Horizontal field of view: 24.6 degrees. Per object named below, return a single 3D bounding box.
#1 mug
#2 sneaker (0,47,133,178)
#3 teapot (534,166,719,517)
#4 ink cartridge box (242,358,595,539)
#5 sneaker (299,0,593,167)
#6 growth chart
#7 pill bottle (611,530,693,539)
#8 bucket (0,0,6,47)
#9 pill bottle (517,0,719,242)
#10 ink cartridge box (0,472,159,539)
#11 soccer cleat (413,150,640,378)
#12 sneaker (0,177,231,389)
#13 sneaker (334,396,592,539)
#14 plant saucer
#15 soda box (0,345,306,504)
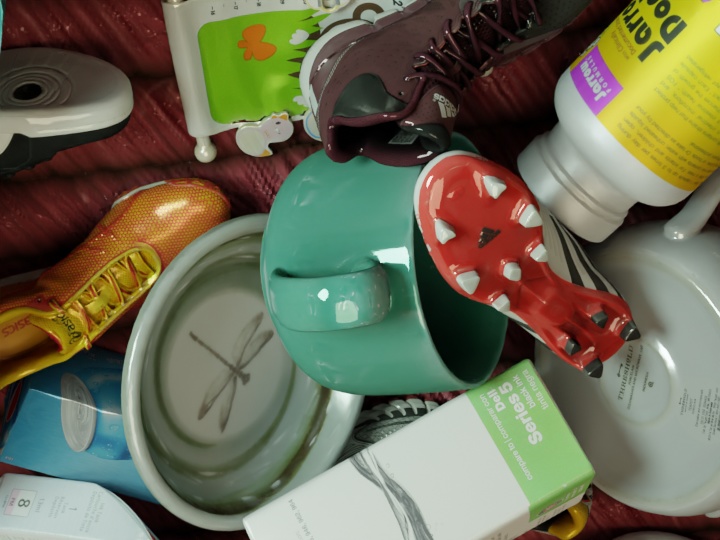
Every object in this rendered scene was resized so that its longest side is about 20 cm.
[{"bbox_3d":[0.003,-0.008,0.965,0.114,0.153,0.185,-5,156,26],"label":"mug"},{"bbox_3d":[-0.223,-0.064,0.966,0.199,0.073,0.112,-2,130,5],"label":"sneaker"},{"bbox_3d":[0.218,0.050,1.050,0.146,0.198,0.200,-15,163,-41],"label":"teapot"},{"bbox_3d":[0.037,0.149,1.028,0.200,0.084,0.146,-28,166,-4],"label":"ink cartridge box"},{"bbox_3d":[0.061,-0.113,0.906,0.200,0.116,0.076,-29,125,16],"label":"sneaker"},{"bbox_3d":[-0.019,-0.137,0.964,0.199,0.018,0.145,-15,127,5],"label":"growth chart"},{"bbox_3d":[0.212,0.308,1.249,0.119,0.120,0.201,2,126,-8],"label":"pill bottle"},{"bbox_3d":[-0.274,-0.153,0.840,0.206,0.135,0.208,-2,120,-4],"label":"bucket"},{"bbox_3d":[0.184,-0.109,0.953,0.104,0.104,0.200,32,116,-26],"label":"pill bottle"},{"bbox_3d":[-0.129,0.199,1.103,0.199,0.057,0.163,0,147,19],"label":"ink cartridge box"},{"bbox_3d":[0.087,-0.011,0.942,0.069,0.085,0.200,-45,130,8],"label":"soccer cleat"},{"bbox_3d":[-0.161,0.015,1.019,0.200,0.077,0.073,-34,122,9],"label":"sneaker"},{"bbox_3d":[0.068,0.141,1.135,0.199,0.082,0.078,5,126,-8],"label":"sneaker"},{"bbox_3d":[-0.079,0.061,1.037,0.200,0.050,0.201,-12,108,-44],"label":"plant saucer"},{"bbox_3d":[-0.135,0.109,1.100,0.199,0.064,0.068,18,122,-19],"label":"soda box"}]
